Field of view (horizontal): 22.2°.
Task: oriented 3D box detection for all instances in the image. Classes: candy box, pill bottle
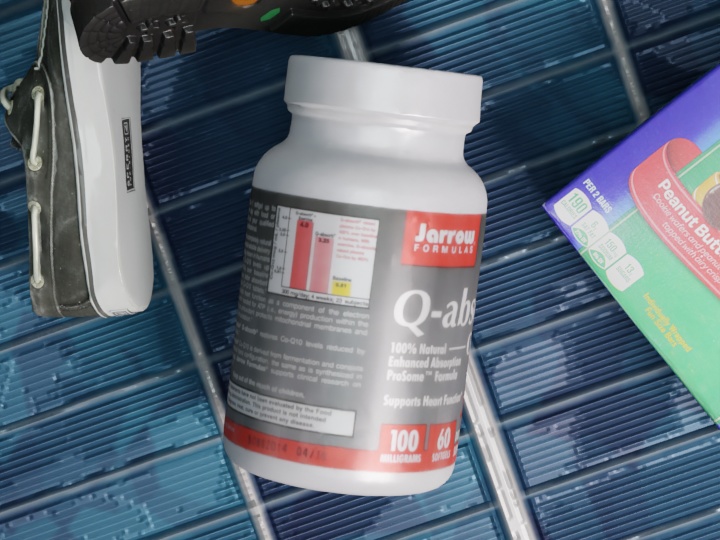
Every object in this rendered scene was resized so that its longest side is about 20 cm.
[{"bbox_3d":[0.219,-0.029,0.891,0.200,0.077,0.169,-39,87,8],"label":"candy box"},{"bbox_3d":[0.000,0.000,0.891,0.116,0.116,0.200,7,96,0],"label":"pill bottle"}]

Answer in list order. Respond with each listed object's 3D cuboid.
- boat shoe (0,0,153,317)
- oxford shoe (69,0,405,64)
[{"bbox_3d":[-0.146,-0.076,0.907,0.064,0.071,0.200,-4,90,11],"label":"boat shoe"},{"bbox_3d":[-0.049,-0.158,0.879,0.200,0.073,0.084,-9,63,-29],"label":"oxford shoe"}]
